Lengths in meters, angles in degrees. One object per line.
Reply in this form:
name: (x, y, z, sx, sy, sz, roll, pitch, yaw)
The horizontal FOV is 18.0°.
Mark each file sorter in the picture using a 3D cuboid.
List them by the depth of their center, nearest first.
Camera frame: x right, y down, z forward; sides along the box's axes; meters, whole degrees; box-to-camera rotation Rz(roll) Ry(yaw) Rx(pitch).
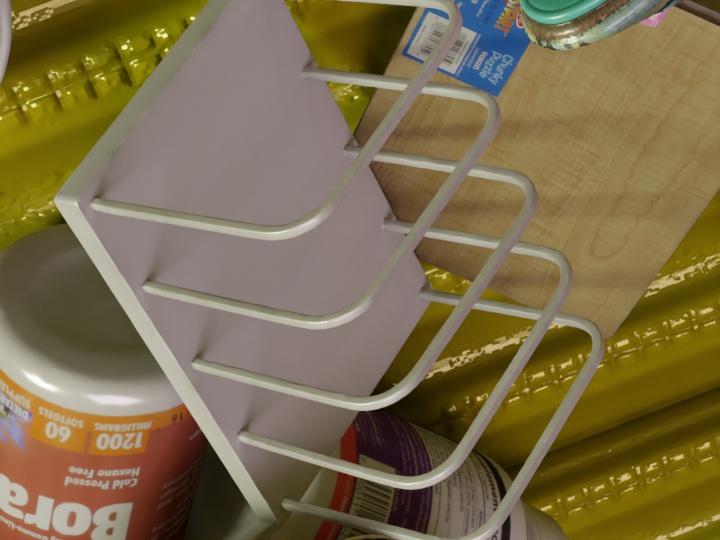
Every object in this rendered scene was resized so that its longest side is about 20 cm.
file sorter: (0.000, 0.000, 0.925, 0.139, 0.124, 0.201, -55, 136, -28)

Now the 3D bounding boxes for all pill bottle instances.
pill bottle: (-0.127, 0.086, 1.030, 0.111, 0.113, 0.201, -2, 133, -20)
pill bottle: (0.011, 0.129, 1.127, 0.199, 0.112, 0.111, 27, 119, -38)

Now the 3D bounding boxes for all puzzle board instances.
puzzle board: (0.080, -0.058, 0.974, 0.150, 0.017, 0.200, 23, 139, -5)

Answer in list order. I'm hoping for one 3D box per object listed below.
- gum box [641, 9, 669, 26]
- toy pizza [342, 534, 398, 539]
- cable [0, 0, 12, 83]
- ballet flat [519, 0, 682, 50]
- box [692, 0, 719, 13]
gum box: (0.033, -0.173, 0.838, 0.199, 0.114, 0.066, 14, 126, -33)
toy pizza: (-0.031, 0.152, 1.018, 0.199, 0.032, 0.200, -1, 154, -1)
cable: (-0.225, -0.102, 0.838, 0.199, 0.069, 0.201, -19, 136, -3)
ballet flat: (0.123, -0.146, 0.785, 0.074, 0.074, 0.201, 44, 71, -44)
box: (0.197, -0.079, 1.021, 0.095, 0.078, 0.200, -27, 136, 6)
